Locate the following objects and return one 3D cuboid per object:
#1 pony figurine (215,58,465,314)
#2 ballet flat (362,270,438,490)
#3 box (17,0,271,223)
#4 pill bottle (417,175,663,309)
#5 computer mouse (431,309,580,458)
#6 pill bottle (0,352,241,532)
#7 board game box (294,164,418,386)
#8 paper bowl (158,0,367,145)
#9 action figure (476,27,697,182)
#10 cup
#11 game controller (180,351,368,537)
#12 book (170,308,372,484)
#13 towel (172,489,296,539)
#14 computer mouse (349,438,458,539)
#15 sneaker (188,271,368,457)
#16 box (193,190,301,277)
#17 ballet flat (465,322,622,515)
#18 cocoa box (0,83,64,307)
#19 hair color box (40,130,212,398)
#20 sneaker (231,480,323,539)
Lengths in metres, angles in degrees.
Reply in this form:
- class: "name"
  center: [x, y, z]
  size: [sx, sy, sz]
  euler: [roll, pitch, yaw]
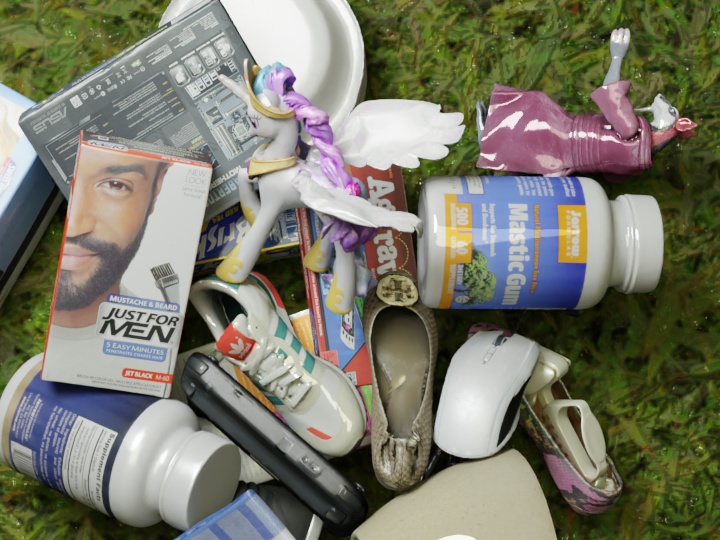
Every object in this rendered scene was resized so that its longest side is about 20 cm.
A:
- class: "pony figurine"
  center: [-0.028, -0.064, 1.116]
  size: [0.191, 0.202, 0.167]
  euler: [16, 41, 10]
- class: "ballet flat"
  center: [0.033, 0.084, 1.162]
  size: [0.066, 0.047, 0.202]
  euler: [2, 59, 1]
- class: "box"
  center: [-0.166, -0.114, 1.181]
  size: [0.199, 0.051, 0.159]
  euler: [-32, 108, 0]
- class: "pill bottle"
  center: [0.150, -0.023, 1.174]
  size: [0.197, 0.112, 0.114]
  euler: [0, 80, -3]
- class: "computer mouse"
  center: [0.118, 0.075, 1.184]
  size: [0.108, 0.044, 0.201]
  euler: [10, 45, 19]
- class: "pill bottle"
  center: [-0.205, 0.151, 1.186]
  size: [0.198, 0.111, 0.112]
  euler: [19, 80, 24]
- class: "board game box"
  center: [0.000, 0.000, 1.228]
  size: [0.102, 0.019, 0.203]
  euler: [-7, 84, -19]
- class: "paper bowl"
  center: [-0.093, -0.190, 1.276]
  size: [0.197, 0.104, 0.204]
  euler: [0, 81, 2]
- class: "action figure"
  center: [0.197, -0.114, 1.224]
  size: [0.197, 0.135, 0.150]
  euler: [-2, 48, 24]
- class: "cup"
  center: [0.069, 0.256, 1.132]
  size: [0.141, 0.200, 0.203]
  euler: [-6, 80, -12]
- class: "game controller"
  center: [-0.074, 0.148, 1.173]
  size: [0.199, 0.105, 0.042]
  euler: [40, 76, 13]
- class: "book"
  center: [-0.068, 0.114, 1.252]
  size: [0.197, 0.048, 0.135]
  euler: [-18, 82, -1]
- class: "towel"
  center: [-0.067, 0.279, 1.106]
  size: [0.146, 0.024, 0.201]
  euler: [-36, 94, 39]
- class: "computer mouse"
  center: [0.026, 0.235, 1.239]
  size: [0.058, 0.034, 0.201]
  euler: [33, 77, 23]
- class: "sneaker"
  center: [-0.078, 0.079, 1.168]
  size: [0.070, 0.093, 0.200]
  euler: [-47, 65, 20]
- class: "box"
  center: [-0.140, -0.033, 1.265]
  size: [0.197, 0.070, 0.065]
  euler: [-10, 81, -1]
- class: "ballet flat"
  center: [0.171, 0.121, 1.229]
  size: [0.069, 0.071, 0.201]
  euler: [-25, 79, -38]
- class: "cocoa box"
  center: [-0.357, -0.067, 1.244]
  size: [0.132, 0.131, 0.202]
  euler: [28, 82, 6]
- class: "hair color box"
  center: [-0.194, -0.004, 1.149]
  size: [0.109, 0.064, 0.203]
  euler: [9, 104, -13]
- class: "sneaker"
  center: [-0.106, 0.275, 1.201]
  size: [0.098, 0.071, 0.202]
  euler: [22, 74, -11]
